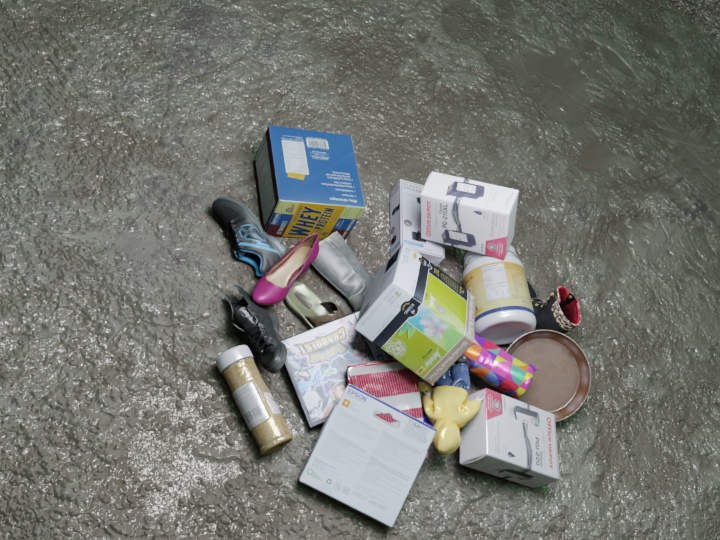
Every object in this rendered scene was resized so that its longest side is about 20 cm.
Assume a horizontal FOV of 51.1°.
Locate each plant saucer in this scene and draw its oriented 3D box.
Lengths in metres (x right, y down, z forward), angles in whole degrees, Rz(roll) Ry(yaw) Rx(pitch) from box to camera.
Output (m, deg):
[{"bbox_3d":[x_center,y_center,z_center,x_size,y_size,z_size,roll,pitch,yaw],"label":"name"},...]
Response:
[{"bbox_3d":[0.403,0.231,1.652,0.200,0.034,0.201,0,83,0],"label":"plant saucer"}]

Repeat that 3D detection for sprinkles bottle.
[{"bbox_3d":[-0.198,0.239,1.400,0.068,0.068,0.200,-19,70,-32],"label":"sprinkles bottle"}]

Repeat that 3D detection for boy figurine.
[{"bbox_3d":[0.182,0.267,1.490,0.124,0.064,0.200,-2,57,16],"label":"boy figurine"}]

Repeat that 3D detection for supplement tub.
[{"bbox_3d":[0.308,0.052,1.698,0.144,0.144,0.200,7,58,-21],"label":"supplement tub"}]

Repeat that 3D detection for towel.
[{"bbox_3d":[0.052,0.274,1.456,0.144,0.023,0.200,-6,83,-15],"label":"towel"}]

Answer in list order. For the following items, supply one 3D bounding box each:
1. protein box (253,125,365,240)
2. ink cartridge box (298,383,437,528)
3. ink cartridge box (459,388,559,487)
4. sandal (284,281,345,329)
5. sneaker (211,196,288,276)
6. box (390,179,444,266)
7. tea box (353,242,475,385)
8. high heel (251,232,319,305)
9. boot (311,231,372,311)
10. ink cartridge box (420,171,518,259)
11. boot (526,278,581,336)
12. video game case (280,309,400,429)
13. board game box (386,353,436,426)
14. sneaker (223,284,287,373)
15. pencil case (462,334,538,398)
[{"bbox_3d":[-0.116,-0.190,1.661,0.198,0.135,0.200,3,59,-23],"label":"protein box"},{"bbox_3d":[0.014,0.342,1.402,0.199,0.041,0.200,29,79,-5],"label":"ink cartridge box"},{"bbox_3d":[0.303,0.342,1.528,0.200,0.085,0.146,24,53,-27],"label":"ink cartridge box"},{"bbox_3d":[-0.075,0.093,1.552,0.201,0.057,0.080,38,51,3],"label":"sandal"},{"bbox_3d":[-0.242,-0.073,1.570,0.200,0.073,0.082,42,52,5],"label":"sneaker"},{"bbox_3d":[0.132,-0.109,1.770,0.116,0.060,0.200,14,55,-17],"label":"box"},{"bbox_3d":[0.114,0.082,1.486,0.197,0.134,0.200,36,25,-7],"label":"tea box"},{"bbox_3d":[-0.152,-0.007,1.521,0.067,0.096,0.200,29,37,9],"label":"high heel"},{"bbox_3d":[0.001,-0.002,1.647,0.182,0.073,0.200,-29,70,-36],"label":"boot"},{"bbox_3d":[0.236,-0.122,1.653,0.200,0.145,0.084,15,52,18],"label":"ink cartridge box"},{"bbox_3d":[0.426,0.081,1.728,0.073,0.151,0.200,5,57,-21],"label":"boot"},{"bbox_3d":[-0.043,0.190,1.485,0.200,0.026,0.181,-20,77,-17],"label":"video game case"},{"bbox_3d":[0.115,0.234,1.559,0.134,0.045,0.200,1,60,-24],"label":"board game box"},{"bbox_3d":[-0.205,0.111,1.445,0.104,0.060,0.200,37,16,-30],"label":"sneaker"},{"bbox_3d":[0.272,0.194,1.597,0.200,0.088,0.088,29,52,2],"label":"pencil case"}]
